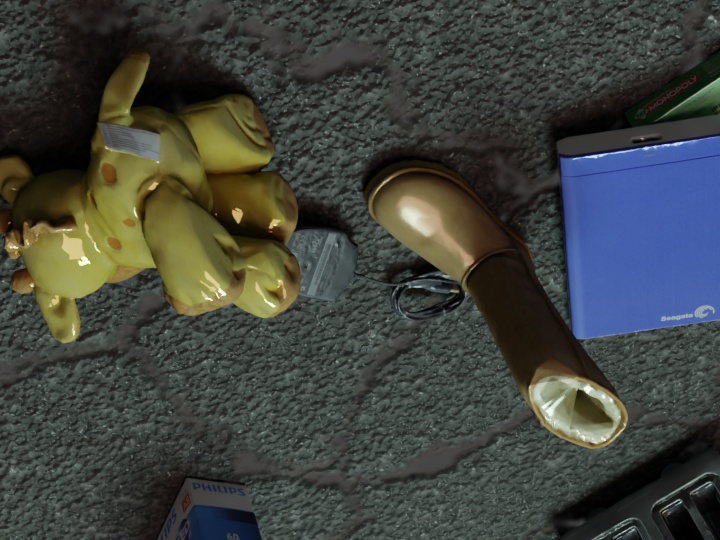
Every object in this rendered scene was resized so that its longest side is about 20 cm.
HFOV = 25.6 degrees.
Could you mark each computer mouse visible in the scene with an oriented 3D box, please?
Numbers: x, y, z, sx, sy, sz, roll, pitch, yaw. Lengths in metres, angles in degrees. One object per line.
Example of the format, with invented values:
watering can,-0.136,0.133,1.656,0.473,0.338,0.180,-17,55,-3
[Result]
computer mouse,0.000,0.000,1.209,0.199,0.034,0.059,15,105,-34

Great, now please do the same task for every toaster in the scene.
toaster,0.290,0.284,1.422,0.180,0.201,0.119,-32,135,8

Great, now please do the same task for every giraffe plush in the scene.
giraffe plush,-0.158,-0.032,1.058,0.161,0.174,0.199,-25,146,30

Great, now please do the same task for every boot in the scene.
boot,0.098,0.019,1.140,0.174,0.201,0.066,26,115,-34

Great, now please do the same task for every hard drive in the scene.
hard drive,0.224,-0.029,1.235,0.131,0.025,0.201,-8,135,4

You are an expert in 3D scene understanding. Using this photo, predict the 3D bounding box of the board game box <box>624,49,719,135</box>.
board game box,0.316,-0.125,1.215,0.199,0.029,0.135,-33,131,8

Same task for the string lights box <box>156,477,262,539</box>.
string lights box,-0.113,0.275,1.270,0.059,0.201,0.103,11,122,-27
